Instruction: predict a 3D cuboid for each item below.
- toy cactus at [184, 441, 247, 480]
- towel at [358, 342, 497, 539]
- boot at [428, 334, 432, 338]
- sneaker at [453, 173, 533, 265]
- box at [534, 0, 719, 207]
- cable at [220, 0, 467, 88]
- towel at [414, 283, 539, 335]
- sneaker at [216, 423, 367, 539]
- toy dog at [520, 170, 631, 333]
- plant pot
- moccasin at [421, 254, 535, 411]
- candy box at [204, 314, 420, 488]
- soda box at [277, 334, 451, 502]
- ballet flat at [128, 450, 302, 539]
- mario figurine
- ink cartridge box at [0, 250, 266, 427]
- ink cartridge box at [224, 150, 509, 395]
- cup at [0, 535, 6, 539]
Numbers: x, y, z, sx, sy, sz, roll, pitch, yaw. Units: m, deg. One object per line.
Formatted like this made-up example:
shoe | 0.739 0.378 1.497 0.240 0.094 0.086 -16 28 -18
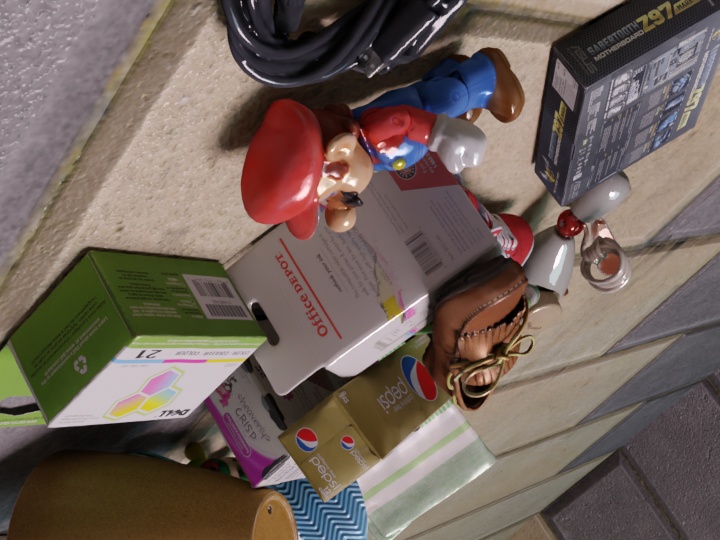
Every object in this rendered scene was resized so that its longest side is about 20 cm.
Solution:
toy cactus | -0.121 0.204 1.202 0.199 0.103 0.164 -13 170 -47
towel | 0.018 0.158 1.141 0.152 0.201 0.023 -37 -174 9
boot | 0.049 0.116 1.217 0.199 0.077 0.168 -36 170 -13
sneaker | 0.106 -0.037 1.010 0.199 0.071 0.113 -19 152 -42
box | 0.230 -0.153 0.966 0.157 0.051 0.200 -30 158 -9
cable | 0.011 -0.180 0.612 0.162 0.051 0.200 1 143 -48
towel | 0.076 0.036 1.047 0.148 0.031 0.200 -11 180 20
sneaker | -0.061 0.188 1.072 0.076 0.200 0.081 -36 161 -12
toy dog | 0.214 -0.019 1.145 0.096 0.133 0.199 2 159 -38
plant pot | -0.159 0.237 0.948 0.198 0.189 0.186 -8 167 20
moccasin | 0.090 0.054 0.845 0.073 0.078 0.202 -25 158 -21
candy box | -0.049 0.109 1.007 0.061 0.137 0.199 -43 156 24
soda box | 0.014 0.116 0.944 0.068 0.064 0.200 -40 174 25
ballet flat | -0.141 0.233 1.074 0.069 0.198 0.070 -157 -90 -83
mario figurine | 0.013 -0.072 0.755 0.199 0.106 0.124 -26 160 -23
ink cartridge box | -0.188 0.081 0.828 0.200 0.076 0.147 -44 156 21
ink cartridge box | 0.000 0.000 0.872 0.199 0.117 0.067 -35 159 6
cup | -0.381 0.367 1.069 0.199 0.144 0.201 -28 158 -12
